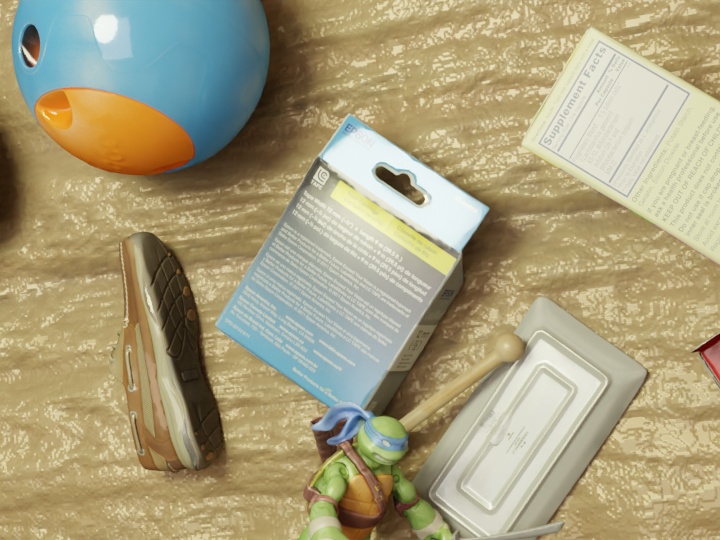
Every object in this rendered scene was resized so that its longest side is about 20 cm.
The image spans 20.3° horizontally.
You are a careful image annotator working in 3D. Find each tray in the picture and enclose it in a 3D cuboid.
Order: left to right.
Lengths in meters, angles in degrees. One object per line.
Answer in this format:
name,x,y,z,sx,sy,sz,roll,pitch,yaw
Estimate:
tray,0.123,0.129,1.546,0.107,0.022,0.200,36,100,19

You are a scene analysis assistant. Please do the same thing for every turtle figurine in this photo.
turtle figurine,0.007,0.219,1.504,0.200,0.144,0.194,37,123,4

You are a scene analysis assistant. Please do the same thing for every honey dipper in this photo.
honey dipper,0.049,0.112,1.560,0.200,0.038,0.038,-37,76,17

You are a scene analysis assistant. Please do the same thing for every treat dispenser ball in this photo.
treat dispenser ball,-0.171,-0.175,1.570,0.201,0.201,0.201,-1,88,20

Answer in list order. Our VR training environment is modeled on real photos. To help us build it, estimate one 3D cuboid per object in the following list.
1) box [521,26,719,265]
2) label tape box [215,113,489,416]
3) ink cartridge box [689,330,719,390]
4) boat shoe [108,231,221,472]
box,0.240,-0.072,1.428,0.200,0.176,0.097,34,99,18
label tape box,0.000,0.000,1.574,0.143,0.066,0.200,35,97,17
ink cartridge box,0.342,0.035,1.388,0.200,0.176,0.084,-36,76,16
boat shoe,-0.172,0.069,1.630,0.072,0.076,0.200,-15,81,21
